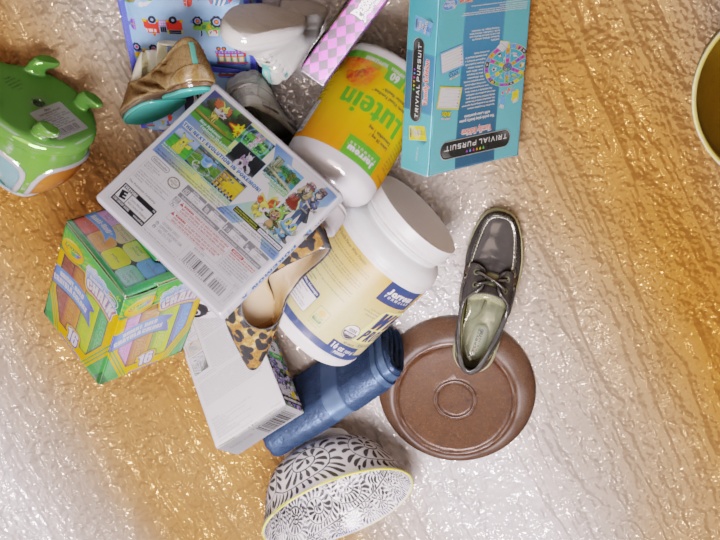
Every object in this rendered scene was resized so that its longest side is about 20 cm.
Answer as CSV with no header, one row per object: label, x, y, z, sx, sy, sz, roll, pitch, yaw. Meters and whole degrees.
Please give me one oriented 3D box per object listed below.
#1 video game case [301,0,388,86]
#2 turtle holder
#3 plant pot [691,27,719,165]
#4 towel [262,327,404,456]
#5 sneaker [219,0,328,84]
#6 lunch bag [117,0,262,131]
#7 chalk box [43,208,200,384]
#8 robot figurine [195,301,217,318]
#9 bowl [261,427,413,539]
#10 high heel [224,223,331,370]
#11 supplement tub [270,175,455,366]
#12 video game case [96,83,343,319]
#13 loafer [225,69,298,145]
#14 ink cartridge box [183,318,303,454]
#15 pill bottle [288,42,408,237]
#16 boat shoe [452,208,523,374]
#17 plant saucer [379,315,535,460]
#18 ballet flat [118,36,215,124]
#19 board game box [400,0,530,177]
video game case,0.017,-0.303,1.438,0.036,0.181,0.200,37,110,-7
turtle holder,-0.406,-0.168,1.564,0.185,0.141,0.132,22,129,-11
plant pot,0.450,-0.204,1.443,0.199,0.142,0.201,2,110,6
towel,-0.033,0.149,1.648,0.199,0.112,0.049,-33,114,17
sneaker,-0.095,-0.244,1.464,0.075,0.200,0.089,25,113,16
lunch bag,-0.188,-0.241,1.549,0.150,0.094,0.201,1,123,5
chalk box,-0.257,0.006,1.495,0.124,0.123,0.201,48,137,24
robot figurine,-0.187,-0.042,1.584,0.124,0.150,0.201,-2,113,-1
bowl,-0.042,0.261,1.683,0.200,0.095,0.201,-17,149,-10
high heel,-0.087,0.030,1.469,0.142,0.071,0.201,21,112,48
supplement tub,0.000,0.000,1.571,0.144,0.145,0.200,43,110,-9
video game case,-0.150,-0.076,1.418,0.200,0.022,0.182,41,79,19
loafer,-0.096,-0.141,1.541,0.070,0.070,0.200,-24,133,13
ink cartridge box,-0.154,0.112,1.651,0.109,0.050,0.201,-33,59,17
pill bottle,-0.013,-0.142,1.492,0.111,0.111,0.201,32,76,-6
boat shoe,0.153,0.028,1.590,0.071,0.066,0.202,12,99,0
plant saucer,0.120,0.155,1.675,0.199,0.035,0.201,2,109,6
ballet flat,-0.217,-0.213,1.469,0.067,0.200,0.073,-8,88,-27
board game box,0.117,-0.217,1.479,0.047,0.150,0.201,23,119,43
